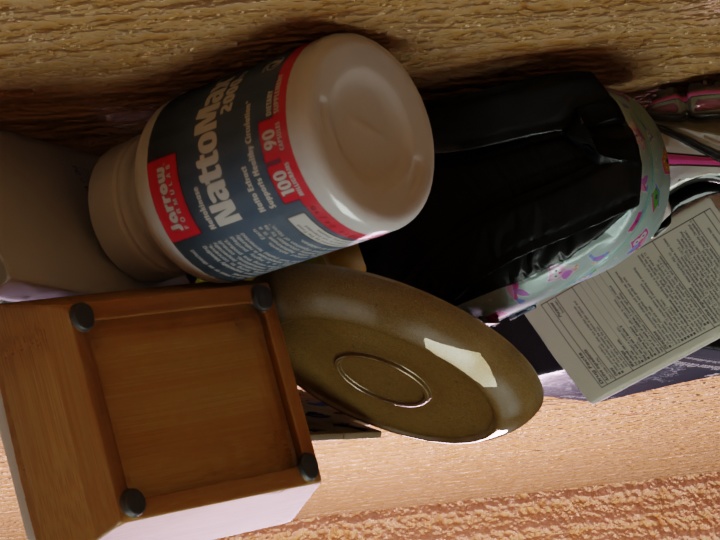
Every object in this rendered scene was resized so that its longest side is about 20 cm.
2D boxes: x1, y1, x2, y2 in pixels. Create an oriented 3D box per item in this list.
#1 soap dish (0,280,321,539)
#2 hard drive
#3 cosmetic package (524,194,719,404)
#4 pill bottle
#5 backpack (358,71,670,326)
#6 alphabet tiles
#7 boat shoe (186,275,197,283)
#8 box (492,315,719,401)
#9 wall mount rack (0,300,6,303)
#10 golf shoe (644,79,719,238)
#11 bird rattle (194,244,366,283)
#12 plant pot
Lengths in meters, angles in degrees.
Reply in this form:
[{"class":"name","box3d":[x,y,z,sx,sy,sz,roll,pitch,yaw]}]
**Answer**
[{"class":"soap dish","box3d":[-0.119,0.084,1.457,0.081,0.158,0.199,-22,169,42]},{"class":"hard drive","box3d":[-0.188,-0.029,1.519,0.026,0.132,0.200,-41,155,20]},{"class":"cosmetic package","box3d":[0.231,0.005,1.846,0.199,0.104,0.087,-30,-170,39]},{"class":"pill bottle","box3d":[-0.065,-0.058,1.474,0.199,0.121,0.119,-18,164,39]},{"class":"backpack","box3d":[0.097,-0.051,1.572,0.199,0.168,0.126,-22,172,19]},{"class":"alphabet tiles","box3d":[-0.087,0.090,1.651,0.166,0.006,0.199,1,-171,-42]},{"class":"boat shoe","box3d":[-0.106,-0.004,1.757,0.198,0.093,0.075,-3,167,-17]},{"class":"box","box3d":[0.223,0.033,2.065,0.199,0.118,0.196,-15,166,35]},{"class":"wall mount rack","box3d":[-0.249,0.006,1.622,0.199,0.174,0.075,12,129,18]},{"class":"golf shoe","box3d":[0.171,-0.066,1.648,0.199,0.093,0.073,-10,168,20]},{"class":"bird rattle","box3d":[0.000,0.000,1.670,0.199,0.164,0.112,13,179,-35]},{"class":"plant pot","box3d":[0.017,0.059,1.543,0.199,0.028,0.200,19,156,9]}]
